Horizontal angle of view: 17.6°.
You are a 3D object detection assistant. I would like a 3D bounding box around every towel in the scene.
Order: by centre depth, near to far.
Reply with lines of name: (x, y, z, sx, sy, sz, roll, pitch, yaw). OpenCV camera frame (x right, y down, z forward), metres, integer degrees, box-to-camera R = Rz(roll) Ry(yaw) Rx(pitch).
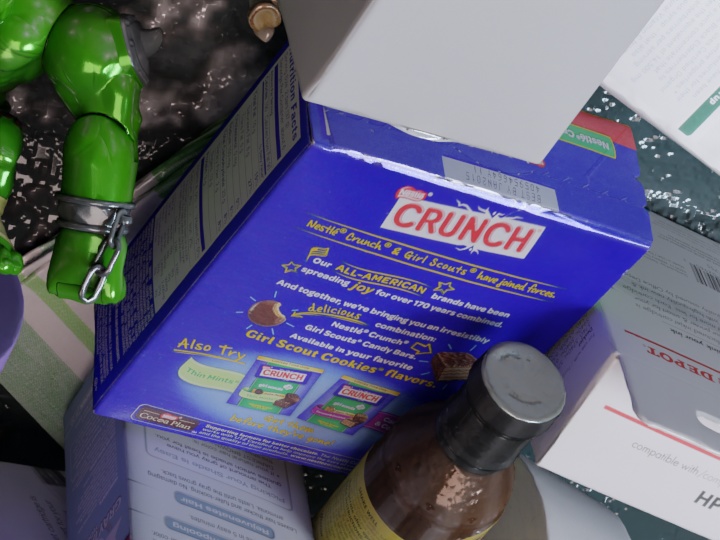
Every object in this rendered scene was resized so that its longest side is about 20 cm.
towel: (-0.077, 0.019, 1.099, 0.200, 0.023, 0.153, -34, 121, 13)

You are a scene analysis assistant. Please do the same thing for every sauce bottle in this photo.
sauce bottle: (0.026, 0.101, 1.022, 0.064, 0.065, 0.200, 16, 141, -17)

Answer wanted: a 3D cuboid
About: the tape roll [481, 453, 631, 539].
tape roll: (0.041, 0.183, 1.111, 0.071, 0.203, 0.202, 31, 114, -31)

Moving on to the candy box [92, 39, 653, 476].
candy box: (0.000, 0.000, 1.004, 0.169, 0.077, 0.200, 17, 137, -27)

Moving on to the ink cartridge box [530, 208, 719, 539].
ink cartridge box: (0.130, 0.048, 1.040, 0.116, 0.200, 0.068, 24, 117, -21)

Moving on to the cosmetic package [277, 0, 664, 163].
cosmetic package: (0.063, -0.141, 0.844, 0.113, 0.081, 0.200, 15, 132, -30)

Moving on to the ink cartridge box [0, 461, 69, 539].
ink cartridge box: (-0.127, 0.167, 1.070, 0.200, 0.146, 0.084, 14, 118, -41)

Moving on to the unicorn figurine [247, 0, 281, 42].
unicorn figurine: (-0.041, -0.188, 0.923, 0.074, 0.138, 0.200, -2, 138, -17)

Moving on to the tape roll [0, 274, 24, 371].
tape roll: (-0.248, 0.015, 0.968, 0.199, 0.200, 0.085, 20, 118, -19)

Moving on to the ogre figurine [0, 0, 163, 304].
ogre figurine: (-0.171, -0.079, 0.971, 0.120, 0.200, 0.098, -63, 154, 5)

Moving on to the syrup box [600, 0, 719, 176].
syrup box: (0.119, -0.125, 0.999, 0.200, 0.079, 0.081, 35, 112, -26)

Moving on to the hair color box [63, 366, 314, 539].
hair color box: (-0.075, 0.122, 1.034, 0.099, 0.200, 0.061, 24, 116, -22)
